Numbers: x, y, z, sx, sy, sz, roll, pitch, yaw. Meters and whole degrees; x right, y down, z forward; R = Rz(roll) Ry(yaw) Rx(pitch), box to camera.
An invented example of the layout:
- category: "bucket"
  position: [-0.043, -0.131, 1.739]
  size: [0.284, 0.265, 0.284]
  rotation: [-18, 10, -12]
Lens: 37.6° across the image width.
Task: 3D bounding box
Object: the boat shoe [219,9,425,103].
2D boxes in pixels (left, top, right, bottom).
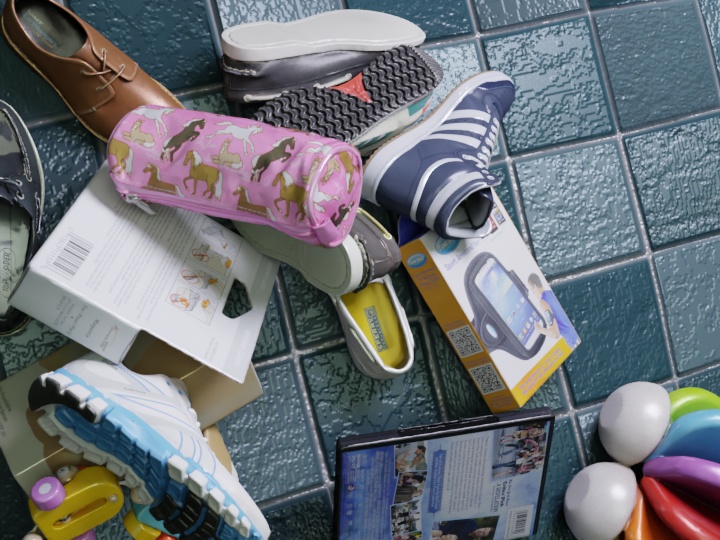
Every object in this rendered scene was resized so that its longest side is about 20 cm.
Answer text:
- category: "boat shoe"
  position: [-0.033, -0.189, 0.948]
  size: [0.200, 0.074, 0.060]
  rotation: [-16, 132, -31]

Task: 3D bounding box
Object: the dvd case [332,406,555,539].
- category: "dvd case"
  position: [0.073, 0.195, 0.943]
  size: [0.200, 0.018, 0.143]
  rotation: [-6, 120, -15]

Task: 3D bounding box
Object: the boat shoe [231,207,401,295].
- category: "boat shoe"
  position: [-0.048, -0.043, 0.891]
  size: [0.060, 0.201, 0.072]
  rotation: [-15, 128, -36]

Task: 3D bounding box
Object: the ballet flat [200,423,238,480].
- category: "ballet flat"
  position: [-0.128, 0.217, 0.903]
  size: [0.063, 0.069, 0.200]
  rotation: [6, 95, -24]

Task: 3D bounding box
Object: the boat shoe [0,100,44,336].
- category: "boat shoe"
  position: [-0.298, -0.046, 0.863]
  size: [0.074, 0.066, 0.200]
  rotation: [2, 86, -15]

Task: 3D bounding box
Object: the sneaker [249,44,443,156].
- category: "sneaker"
  position: [-0.016, -0.121, 0.925]
  size: [0.200, 0.093, 0.070]
  rotation: [-31, 68, -26]

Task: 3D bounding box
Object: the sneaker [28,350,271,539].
- category: "sneaker"
  position: [-0.136, 0.122, 0.766]
  size: [0.200, 0.075, 0.087]
  rotation: [40, 41, 3]

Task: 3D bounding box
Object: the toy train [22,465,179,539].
- category: "toy train"
  position: [-0.200, 0.202, 0.817]
  size: [0.200, 0.056, 0.150]
  rotation: [-5, 124, -27]

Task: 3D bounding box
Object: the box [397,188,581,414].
- category: "box"
  position: [0.114, 0.015, 0.964]
  size: [0.119, 0.041, 0.200]
  rotation: [-37, 101, -42]

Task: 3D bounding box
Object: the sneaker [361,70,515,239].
- category: "sneaker"
  position: [0.101, -0.100, 0.938]
  size: [0.108, 0.070, 0.200]
  rotation: [33, 55, 27]

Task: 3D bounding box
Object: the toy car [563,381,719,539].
- category: "toy car"
  position: [0.301, 0.205, 0.974]
  size: [0.175, 0.150, 0.200]
  rotation: [28, 80, -12]

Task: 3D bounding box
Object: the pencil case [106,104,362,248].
- category: "pencil case"
  position: [-0.096, -0.075, 0.818]
  size: [0.200, 0.083, 0.087]
  rotation: [12, 99, 23]

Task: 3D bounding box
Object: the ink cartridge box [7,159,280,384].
- category: "ink cartridge box"
  position: [-0.160, 0.006, 0.841]
  size: [0.173, 0.200, 0.044]
  rotation: [32, 117, -12]

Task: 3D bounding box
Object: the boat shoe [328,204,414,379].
- category: "boat shoe"
  position: [-0.004, 0.003, 0.932]
  size: [0.074, 0.086, 0.202]
  rotation: [-20, 91, -16]

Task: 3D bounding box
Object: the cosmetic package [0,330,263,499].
- category: "cosmetic package"
  position: [-0.193, 0.100, 0.858]
  size: [0.200, 0.105, 0.071]
  rotation: [-32, 138, -16]

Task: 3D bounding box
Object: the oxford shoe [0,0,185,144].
- category: "oxford shoe"
  position: [-0.219, -0.160, 0.891]
  size: [0.200, 0.071, 0.071]
  rotation: [37, 77, -12]
